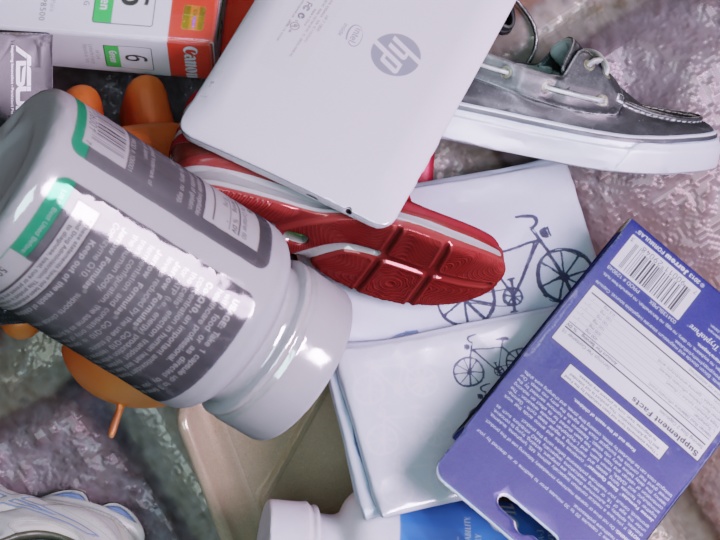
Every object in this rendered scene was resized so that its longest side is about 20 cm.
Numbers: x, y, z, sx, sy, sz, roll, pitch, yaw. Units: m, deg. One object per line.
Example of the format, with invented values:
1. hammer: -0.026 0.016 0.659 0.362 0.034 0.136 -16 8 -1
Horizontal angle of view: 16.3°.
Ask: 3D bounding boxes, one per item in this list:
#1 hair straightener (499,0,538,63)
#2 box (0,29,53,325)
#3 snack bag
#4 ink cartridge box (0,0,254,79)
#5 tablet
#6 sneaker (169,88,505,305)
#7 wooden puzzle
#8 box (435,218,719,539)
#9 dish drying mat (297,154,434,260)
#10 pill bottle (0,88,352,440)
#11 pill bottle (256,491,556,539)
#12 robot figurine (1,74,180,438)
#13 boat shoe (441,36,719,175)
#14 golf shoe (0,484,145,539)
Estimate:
1. hair straightener: 0.059 -0.187 1.467 0.077 0.041 0.200 -18 95 5
2. box: -0.241 -0.058 1.425 0.044 0.200 0.161 -3 97 -37
3. snack bag: 0.067 0.032 1.440 0.188 0.021 0.200 -10 72 -16
4. ink cartridge box: -0.111 -0.170 1.450 0.200 0.050 0.109 5 67 2
5. tablet: 0.000 -0.125 1.396 0.130 0.014 0.200 25 63 7
6. sneaker: -0.009 -0.058 1.412 0.200 0.078 0.116 17 55 -17
7. wooden puzzle: 0.011 0.125 1.496 0.200 0.037 0.185 -20 106 0
8. box: 0.138 0.081 1.410 0.121 0.032 0.200 40 65 1
9. dish drying mat: 0.000 0.000 1.502 0.077 0.018 0.200 5 95 2
10. pill bottle: -0.109 0.002 1.316 0.200 0.113 0.113 33 97 -23
11. pill bottle: 0.041 0.183 1.436 0.200 0.112 0.112 6 96 -8
12. robot figurine: -0.128 -0.008 1.445 0.117 0.144 0.200 -22 76 37
13. boat shoe: 0.117 -0.098 1.443 0.200 0.072 0.071 8 98 -16
14. golf shoe: -0.231 0.158 1.490 0.200 0.097 0.078 5 98 4
